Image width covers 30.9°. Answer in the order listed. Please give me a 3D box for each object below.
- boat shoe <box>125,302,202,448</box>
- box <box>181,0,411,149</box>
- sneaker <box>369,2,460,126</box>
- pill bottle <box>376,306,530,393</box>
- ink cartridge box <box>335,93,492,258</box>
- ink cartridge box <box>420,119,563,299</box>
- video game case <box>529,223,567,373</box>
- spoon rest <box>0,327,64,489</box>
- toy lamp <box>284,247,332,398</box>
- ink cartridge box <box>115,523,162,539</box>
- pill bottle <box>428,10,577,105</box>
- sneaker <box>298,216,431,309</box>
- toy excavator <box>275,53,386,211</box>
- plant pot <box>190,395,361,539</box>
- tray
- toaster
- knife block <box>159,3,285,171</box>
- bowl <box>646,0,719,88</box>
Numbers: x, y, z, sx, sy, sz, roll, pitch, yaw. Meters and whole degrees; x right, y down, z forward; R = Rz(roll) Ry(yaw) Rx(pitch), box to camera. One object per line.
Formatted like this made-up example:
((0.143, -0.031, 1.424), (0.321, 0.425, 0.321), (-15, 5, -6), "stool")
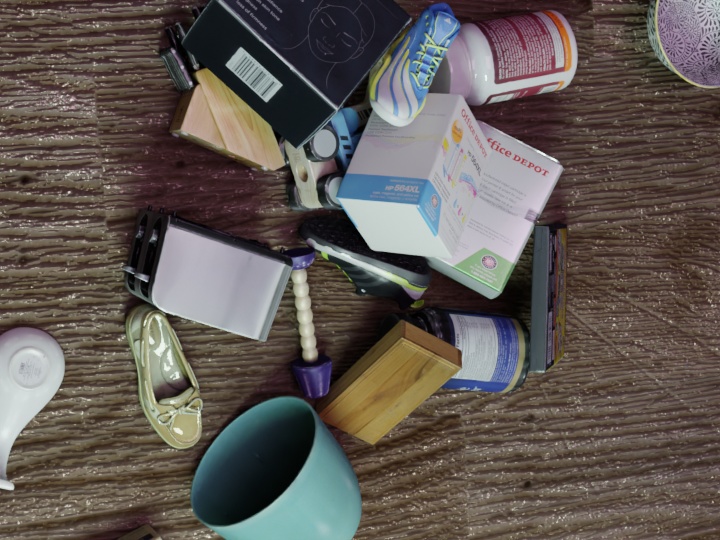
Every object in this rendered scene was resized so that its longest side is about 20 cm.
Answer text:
((-0.246, 0.140, 1.670), (0.073, 0.063, 0.202), (-18, 106, -23), "boat shoe")
((-0.077, -0.298, 1.617), (0.200, 0.124, 0.197), (42, 56, -9), "box")
((0.071, -0.272, 1.640), (0.076, 0.105, 0.200), (27, 45, -9), "sneaker")
((0.128, 0.109, 1.808), (0.199, 0.112, 0.112), (6, 91, -23), "pill bottle")
((0.077, -0.137, 1.700), (0.129, 0.125, 0.201), (53, 52, -50), "ink cartridge box")
((0.170, -0.084, 1.804), (0.146, 0.084, 0.201), (28, 81, 2), "ink cartridge box")
((0.266, 0.035, 1.842), (0.025, 0.181, 0.201), (2, 93, 17), "video game case")
((-0.428, 0.168, 1.608), (0.099, 0.061, 0.201), (20, 72, -25), "spoon rest")
((-0.072, 0.072, 1.741), (0.058, 0.058, 0.201), (-11, 106, -22), "toy lamp")
((-0.300, 0.454, 1.666), (0.164, 0.075, 0.201), (-26, 104, -21), "ink cartridge box")
((0.189, -0.292, 1.806), (0.199, 0.114, 0.115), (-13, 99, -23), "pill bottle")
((0.000, 0.000, 1.766), (0.199, 0.072, 0.083), (24, 122, -6), "sneaker")
((-0.017, -0.190, 1.746), (0.200, 0.100, 0.195), (-24, 102, -35), "toy excavator")
((-0.093, 0.291, 1.687), (0.201, 0.200, 0.161), (-49, 123, -13), "plant pot")
((0.036, 0.153, 1.740), (0.098, 0.200, 0.037), (27, 38, -23), "tray")
((-0.189, 0.003, 1.629), (0.199, 0.181, 0.119), (18, 89, -23), "toaster")
((-0.168, -0.241, 1.680), (0.199, 0.064, 0.176), (23, 85, -23), "knife block")
((0.496, -0.370, 1.945), (0.200, 0.094, 0.202), (-1, 94, -24), "bowl")
